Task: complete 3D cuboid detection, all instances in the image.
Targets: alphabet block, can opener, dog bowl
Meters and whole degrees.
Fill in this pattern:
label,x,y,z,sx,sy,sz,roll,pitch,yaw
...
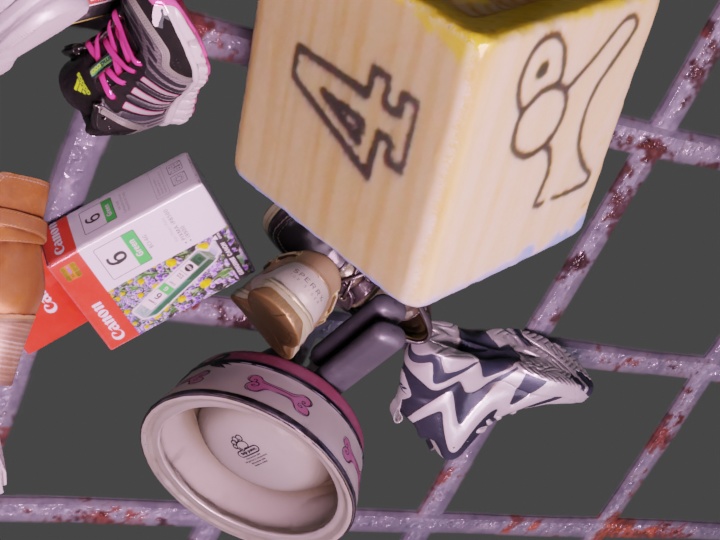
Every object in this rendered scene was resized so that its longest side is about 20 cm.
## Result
label,x,y,z,sx,sy,sz,roll,pitch,yaw
alphabet block,0.053,-0.129,0.899,0.195,0.196,0.200,-24,140,-41
can opener,-0.039,0.078,1.132,0.067,0.053,0.200,21,142,-25
dog bowl,-0.086,0.152,1.144,0.200,0.074,0.200,15,137,15

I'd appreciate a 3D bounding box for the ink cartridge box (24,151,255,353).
label,x,y,z,sx,sy,sz,roll,pitch,yaw
ink cartridge box,-0.196,0.002,1.038,0.200,0.050,0.109,-29,135,-2

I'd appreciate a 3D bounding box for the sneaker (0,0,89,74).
label,x,y,z,sx,sy,sz,roll,pitch,yaw
sneaker,-0.263,-0.166,0.848,0.200,0.075,0.089,-23,98,30

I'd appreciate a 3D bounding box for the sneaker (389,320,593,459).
label,x,y,z,sx,sy,sz,roll,pitch,yaw
sneaker,0.118,0.126,1.272,0.199,0.080,0.130,8,125,-30

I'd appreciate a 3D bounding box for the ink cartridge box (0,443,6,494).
label,x,y,z,sx,sy,sz,roll,pitch,yaw
ink cartridge box,-0.374,0.110,0.971,0.200,0.146,0.085,-10,158,-18

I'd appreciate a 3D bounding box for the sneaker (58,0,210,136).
label,x,y,z,sx,sy,sz,roll,pitch,yaw
sneaker,-0.155,-0.135,0.872,0.087,0.074,0.200,-23,173,-15

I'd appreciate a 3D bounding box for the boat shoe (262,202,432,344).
label,x,y,z,sx,sy,sz,roll,pitch,yaw
boat shoe,0.000,0.000,1.119,0.073,0.065,0.200,-44,131,17

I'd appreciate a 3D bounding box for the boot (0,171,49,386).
label,x,y,z,sx,sy,sz,roll,pitch,yaw
boot,-0.322,-0.011,0.928,0.200,0.074,0.155,12,85,-23

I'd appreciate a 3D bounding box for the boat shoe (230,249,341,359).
label,x,y,z,sx,sy,sz,roll,pitch,yaw
boat shoe,-0.054,0.024,1.054,0.066,0.200,0.074,-42,97,-12

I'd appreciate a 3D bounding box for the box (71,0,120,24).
label,x,y,z,sx,sy,sz,roll,pitch,yaw
box,-0.133,-0.256,0.854,0.200,0.049,0.160,-17,131,-11
